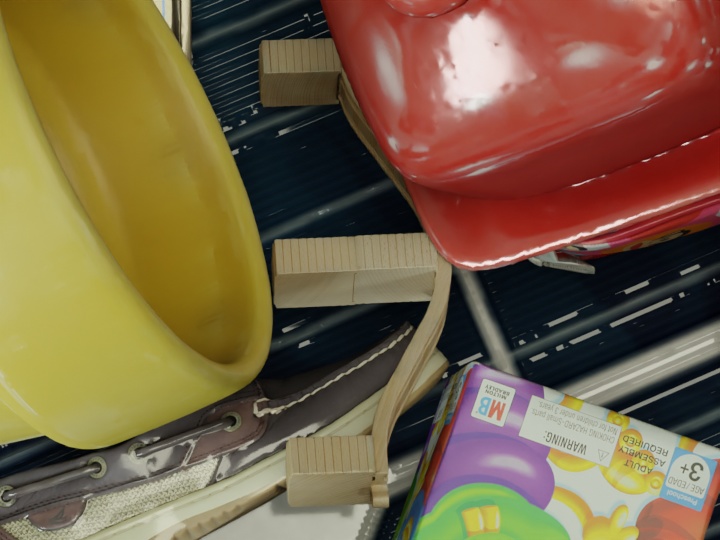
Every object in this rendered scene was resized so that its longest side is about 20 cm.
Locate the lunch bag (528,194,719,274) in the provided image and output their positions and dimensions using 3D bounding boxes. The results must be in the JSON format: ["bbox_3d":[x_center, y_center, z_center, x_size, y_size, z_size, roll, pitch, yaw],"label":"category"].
[{"bbox_3d":[0.091,-0.106,1.154,0.176,0.082,0.200,-20,86,-5],"label":"lunch bag"}]

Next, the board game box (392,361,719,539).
[{"bbox_3d":[0.051,0.147,1.115,0.103,0.105,0.200,19,83,-1],"label":"board game box"}]

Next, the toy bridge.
[{"bbox_3d":[0.000,0.000,1.123,0.067,0.027,0.200,-3,58,-5],"label":"toy bridge"}]

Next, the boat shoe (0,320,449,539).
[{"bbox_3d":[-0.063,0.066,1.133,0.200,0.072,0.065,-29,88,-3],"label":"boat shoe"}]

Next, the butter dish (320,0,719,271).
[{"bbox_3d":[0.053,-0.110,1.025,0.199,0.148,0.200,-20,86,30],"label":"butter dish"}]

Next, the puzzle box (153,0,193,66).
[{"bbox_3d":[-0.131,-0.175,1.175,0.133,0.025,0.200,-1,84,-5],"label":"puzzle box"}]

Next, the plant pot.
[{"bbox_3d":[-0.159,-0.014,1.078,0.189,0.201,0.201,-25,86,16],"label":"plant pot"}]
